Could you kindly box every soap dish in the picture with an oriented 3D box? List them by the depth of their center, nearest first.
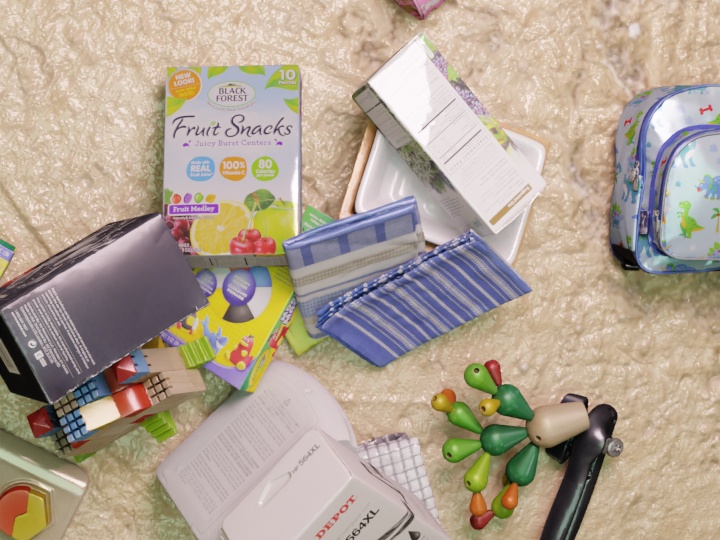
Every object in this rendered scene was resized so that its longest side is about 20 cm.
[{"bbox_3d":[0.087,-0.094,1.560,0.198,0.081,0.159,19,83,-11],"label":"soap dish"}]

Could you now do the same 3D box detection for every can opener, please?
[{"bbox_3d":[0.242,0.242,1.654,0.063,0.078,0.203,5,101,-49],"label":"can opener"}]

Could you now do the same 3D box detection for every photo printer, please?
[{"bbox_3d":[-0.103,0.198,1.533,0.200,0.166,0.070,-44,133,-3],"label":"photo printer"}]

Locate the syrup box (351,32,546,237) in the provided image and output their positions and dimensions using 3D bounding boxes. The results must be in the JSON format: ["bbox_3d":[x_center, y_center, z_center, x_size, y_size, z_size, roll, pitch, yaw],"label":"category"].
[{"bbox_3d":[0.089,-0.132,1.480,0.081,0.079,0.200,-43,96,-12],"label":"syrup box"}]

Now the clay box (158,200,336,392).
[{"bbox_3d":[-0.115,0.011,1.541,0.114,0.048,0.202,29,92,20],"label":"clay box"}]

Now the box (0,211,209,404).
[{"bbox_3d":[-0.273,0.035,1.444,0.181,0.199,0.105,-32,102,-22],"label":"box"}]

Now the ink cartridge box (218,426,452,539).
[{"bbox_3d":[-0.021,0.266,1.461,0.146,0.084,0.200,-47,135,4],"label":"ink cartridge box"}]

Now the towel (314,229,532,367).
[{"bbox_3d":[0.066,0.036,1.535,0.198,0.024,0.145,-28,144,20],"label":"towel"}]

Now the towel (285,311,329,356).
[{"bbox_3d":[-0.008,0.004,1.600,0.199,0.018,0.087,-33,96,-4],"label":"towel"}]

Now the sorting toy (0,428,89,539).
[{"bbox_3d":[-0.409,0.268,1.551,0.184,0.036,0.202,27,91,-11],"label":"sorting toy"}]

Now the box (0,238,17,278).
[{"bbox_3d":[-0.454,0.038,1.513,0.116,0.048,0.202,29,93,-11],"label":"box"}]

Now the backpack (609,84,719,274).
[{"bbox_3d":[0.370,-0.100,1.584,0.180,0.147,0.203,-1,94,-11],"label":"backpack"}]

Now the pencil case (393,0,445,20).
[{"bbox_3d":[0.106,-0.357,1.545,0.200,0.087,0.083,-42,70,-3],"label":"pencil case"}]

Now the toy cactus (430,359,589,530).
[{"bbox_3d":[0.167,0.180,1.607,0.163,0.102,0.203,-15,106,-4],"label":"toy cactus"}]

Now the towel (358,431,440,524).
[{"bbox_3d":[0.007,0.286,1.600,0.164,0.086,0.203,-16,95,-1],"label":"towel"}]

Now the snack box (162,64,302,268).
[{"bbox_3d":[-0.130,-0.107,1.503,0.140,0.053,0.203,0,76,1],"label":"snack box"}]

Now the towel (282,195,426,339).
[{"bbox_3d":[0.000,0.000,1.507,0.145,0.201,0.024,-19,60,-3],"label":"towel"}]

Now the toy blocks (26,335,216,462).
[{"bbox_3d":[-0.255,0.134,1.483,0.199,0.136,0.101,-30,79,18],"label":"toy blocks"}]
